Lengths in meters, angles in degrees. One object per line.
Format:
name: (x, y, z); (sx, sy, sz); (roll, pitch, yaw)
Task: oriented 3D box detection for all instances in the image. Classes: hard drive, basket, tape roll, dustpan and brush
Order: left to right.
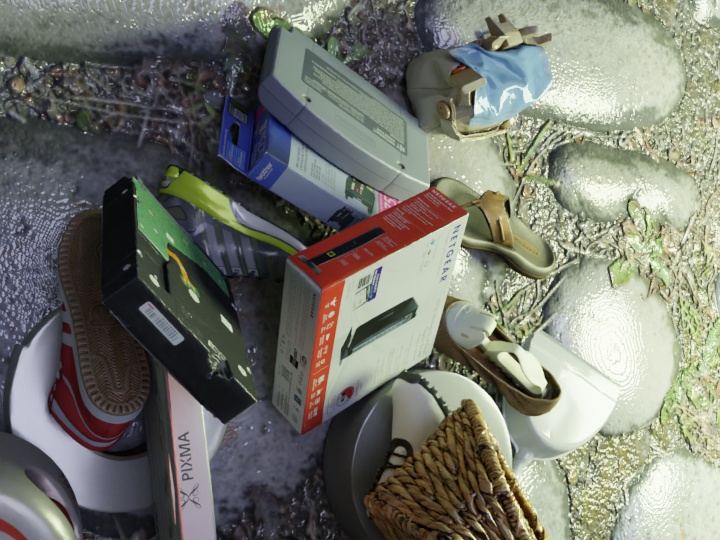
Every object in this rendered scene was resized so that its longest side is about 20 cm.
tape roll: (-0.216, 0.115, 0.823); (0.202, 0.037, 0.203); (1, 87, -30)
hard drive: (-0.147, 0.015, 0.716); (0.038, 0.200, 0.140); (-34, 121, 5)
tape roll: (0.062, 0.204, 0.960); (0.200, 0.066, 0.201); (1, 87, -30)
basket: (0.126, 0.236, 0.799); (0.149, 0.143, 0.200); (-39, 116, -23)
dustpan and brush: (0.206, 0.189, 1.056); (0.139, 0.057, 0.200); (34, 65, -12)

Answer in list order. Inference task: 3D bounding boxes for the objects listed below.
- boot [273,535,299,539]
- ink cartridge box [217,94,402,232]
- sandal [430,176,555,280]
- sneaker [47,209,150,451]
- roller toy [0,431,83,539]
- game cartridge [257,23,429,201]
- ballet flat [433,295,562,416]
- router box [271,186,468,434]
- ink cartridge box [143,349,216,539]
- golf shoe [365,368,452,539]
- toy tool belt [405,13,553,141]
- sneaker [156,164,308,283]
boot: (-0.114, 0.325, 0.768); (0.131, 0.070, 0.200); (11, 77, -24)
ink cartridge box: (-0.044, -0.103, 0.894); (0.200, 0.042, 0.119); (28, 34, -23)
sandal: (0.155, -0.051, 1.017); (0.200, 0.055, 0.082); (29, 49, -26)
sneaker: (-0.226, 0.053, 0.771); (0.071, 0.113, 0.200); (3, 55, -27)
roller toy: (-0.306, 0.222, 0.702); (0.200, 0.140, 0.183); (18, 92, -19)
game cartridge: (-0.014, -0.154, 0.913); (0.200, 0.042, 0.133); (33, 39, -24)
ballet flat: (0.141, 0.085, 0.984); (0.200, 0.072, 0.068); (42, 63, -6)
router box: (0.006, 0.038, 0.858); (0.179, 0.049, 0.200); (-28, 145, -33)
ink cartridge box: (-0.143, 0.162, 0.740); (0.043, 0.174, 0.200); (-6, 91, -21)
golf shoe: (0.048, 0.198, 0.871); (0.094, 0.078, 0.200); (-13, 93, -29)
toy tool belt: (0.156, -0.216, 1.001); (0.200, 0.123, 0.125); (-25, 100, -28)
sneaker: (-0.114, -0.015, 0.861); (0.200, 0.074, 0.081); (32, 85, -2)
